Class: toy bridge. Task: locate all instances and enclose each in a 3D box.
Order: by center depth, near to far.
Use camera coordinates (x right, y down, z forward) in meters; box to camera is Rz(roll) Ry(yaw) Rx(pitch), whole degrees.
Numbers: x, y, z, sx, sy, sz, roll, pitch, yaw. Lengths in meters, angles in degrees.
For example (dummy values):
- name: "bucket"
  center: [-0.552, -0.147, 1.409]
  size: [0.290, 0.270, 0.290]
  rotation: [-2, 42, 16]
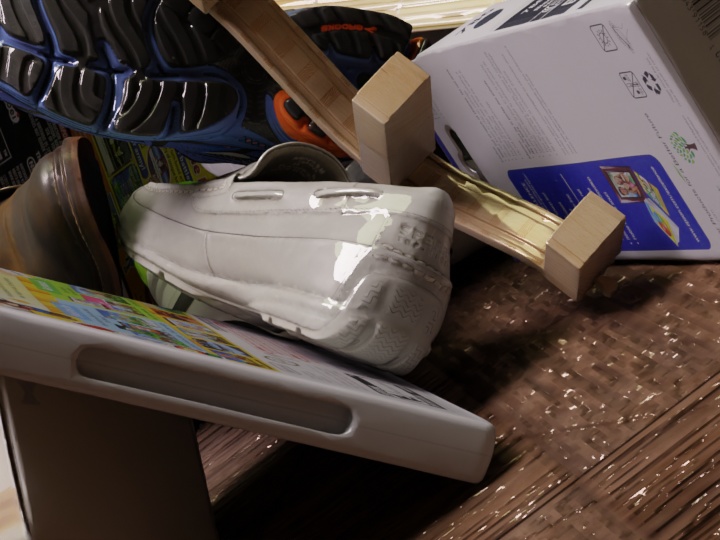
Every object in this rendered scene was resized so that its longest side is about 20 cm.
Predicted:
- name: "toy bridge"
  center: [0.014, -0.052, 0.757]
  size: [0.027, 0.200, 0.067]
  rotation: [-47, -17, -14]

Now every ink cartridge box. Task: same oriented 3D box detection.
- name: "ink cartridge box"
  center: [0.084, -0.052, 0.738]
  size: [0.039, 0.100, 0.200]
  rotation: [-39, 14, -18]

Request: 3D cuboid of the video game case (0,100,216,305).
- name: "video game case"
  center: [-0.135, -0.046, 1.052]
  size: [0.025, 0.201, 0.181]
  rotation: [-4, 24, 34]

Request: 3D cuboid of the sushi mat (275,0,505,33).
- name: "sushi mat"
  center: [0.023, -0.134, 0.877]
  size: [0.199, 0.012, 0.096]
  rotation: [-3, 50, 25]

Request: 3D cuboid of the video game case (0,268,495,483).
- name: "video game case"
  center: [-0.068, 0.029, 0.723]
  size: [0.200, 0.181, 0.023]
  rotation: [-161, 85, -75]

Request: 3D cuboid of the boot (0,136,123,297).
- name: "boot"
  center: [-0.152, -0.001, 0.888]
  size: [0.096, 0.075, 0.200]
  rotation: [-10, -14, -9]

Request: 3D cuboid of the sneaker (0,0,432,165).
- name: "sneaker"
  center: [-0.069, -0.072, 0.822]
  size: [0.078, 0.199, 0.076]
  rotation: [-25, 57, 59]

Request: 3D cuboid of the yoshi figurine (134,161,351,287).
- name: "yoshi figurine"
  center: [-0.053, -0.041, 1.075]
  size: [0.112, 0.112, 0.200]
  rotation: [-37, 11, 32]

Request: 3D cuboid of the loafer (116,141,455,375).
- name: "loafer"
  center: [-0.028, -0.013, 0.792]
  size: [0.200, 0.070, 0.070]
  rotation: [17, 82, 54]

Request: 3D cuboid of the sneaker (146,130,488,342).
- name: "sneaker"
  center: [0.000, 0.000, 0.888]
  size: [0.199, 0.074, 0.080]
  rotation: [-26, 43, 21]

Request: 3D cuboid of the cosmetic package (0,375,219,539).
- name: "cosmetic package"
  center: [-0.161, 0.105, 0.783]
  size: [0.200, 0.071, 0.105]
  rotation: [-29, -24, 32]

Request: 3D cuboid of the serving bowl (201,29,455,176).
- name: "serving bowl"
  center: [-0.017, -0.135, 0.971]
  size: [0.200, 0.066, 0.200]
  rotation: [-29, 32, 20]
